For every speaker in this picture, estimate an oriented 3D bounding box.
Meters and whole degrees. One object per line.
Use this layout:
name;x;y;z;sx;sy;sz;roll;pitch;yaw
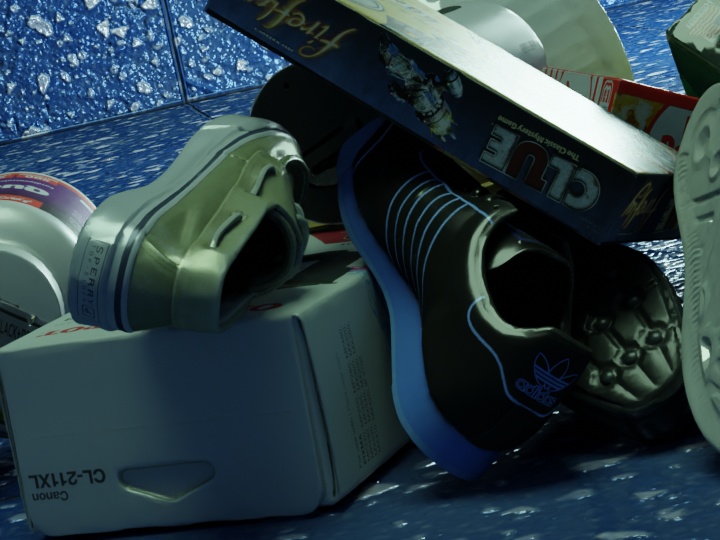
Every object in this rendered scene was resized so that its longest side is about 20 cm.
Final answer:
speaker;0.023;-0.081;1.219;0.081;0.081;0.200;-7;11;27

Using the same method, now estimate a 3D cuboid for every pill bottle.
pill bottle;-0.196;0.010;1.364;0.112;0.113;0.200;-12;9;-1

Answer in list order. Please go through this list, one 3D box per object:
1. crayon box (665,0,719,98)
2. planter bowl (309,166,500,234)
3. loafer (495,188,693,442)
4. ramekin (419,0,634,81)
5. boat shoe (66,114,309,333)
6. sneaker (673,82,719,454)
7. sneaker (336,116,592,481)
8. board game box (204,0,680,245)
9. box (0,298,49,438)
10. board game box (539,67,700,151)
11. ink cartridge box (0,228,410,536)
crayon box;0.244;-0.114;1.359;0.051;0.200;0.127;38;81;29
planter bowl;0.000;0.000;1.263;0.200;0.084;0.200;-12;9;2
loafer;0.100;0.024;1.043;0.068;0.070;0.201;-39;27;-1
ramekin;0.053;-0.089;1.411;0.200;0.201;0.098;-3;21;45
boat shoe;-0.054;-0.011;0.985;0.062;0.072;0.200;17;21;12
sneaker;0.203;0.011;0.956;0.146;0.081;0.200;17;39;-14
sneaker;0.046;-0.007;1.007;0.078;0.070;0.200;-43;39;25
board game box;0.046;-0.076;1.057;0.200;0.035;0.135;32;13;18
box;-0.256;0.039;1.174;0.200;0.060;0.117;5;-8;9
board game box;0.195;-0.054;1.214;0.200;0.046;0.152;13;5;-12
ink cartridge box;-0.046;0.042;1.071;0.146;0.083;0.200;-7;10;22
